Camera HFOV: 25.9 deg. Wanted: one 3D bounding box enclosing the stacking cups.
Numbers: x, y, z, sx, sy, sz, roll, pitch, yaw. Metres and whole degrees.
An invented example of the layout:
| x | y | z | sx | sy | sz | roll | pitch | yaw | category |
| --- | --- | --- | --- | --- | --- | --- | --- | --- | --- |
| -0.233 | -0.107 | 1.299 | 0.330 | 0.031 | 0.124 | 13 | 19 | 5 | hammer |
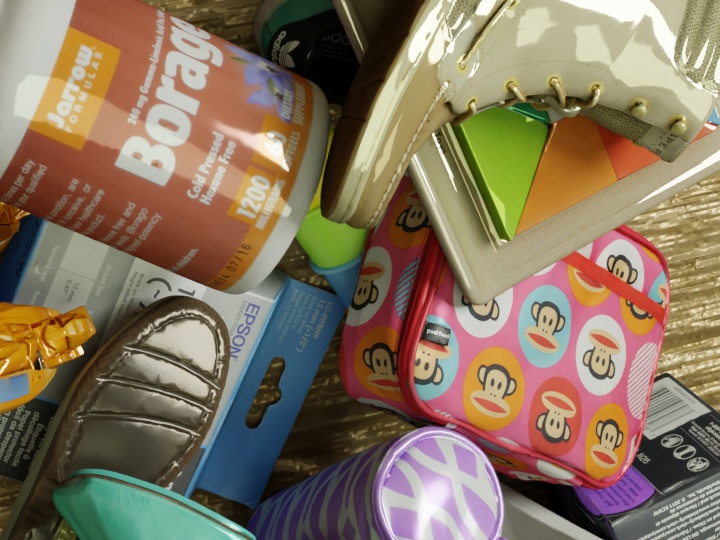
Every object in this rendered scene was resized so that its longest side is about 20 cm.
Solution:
| x | y | z | sx | sy | sz | roll | pitch | yaw | category |
| --- | --- | --- | --- | --- | --- | --- | --- | --- | --- |
| 0.000 | 0.000 | 0.883 | 0.060 | 0.061 | 0.201 | -33 | 118 | -4 | stacking cups |

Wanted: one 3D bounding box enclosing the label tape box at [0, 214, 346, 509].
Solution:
| x | y | z | sx | sy | sz | roll | pitch | yaw | category |
| --- | --- | --- | --- | --- | --- | --- | --- | --- | --- |
| -0.112 | 0.057 | 0.864 | 0.198 | 0.066 | 0.144 | 21 | 103 | -22 | label tape box |

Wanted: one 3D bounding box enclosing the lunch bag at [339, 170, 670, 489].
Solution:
| x | y | z | sx | sy | sz | roll | pitch | yaw | category |
| --- | --- | --- | --- | --- | --- | --- | --- | --- | --- |
| 0.089 | 0.017 | 0.879 | 0.199 | 0.082 | 0.178 | 27 | 74 | -39 | lunch bag |

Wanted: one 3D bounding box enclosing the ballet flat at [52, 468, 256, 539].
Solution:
| x | y | z | sx | sy | sz | roll | pitch | yaw | category |
| --- | --- | --- | --- | --- | --- | --- | --- | --- | --- |
| -0.058 | 0.159 | 0.744 | 0.199 | 0.071 | 0.067 | 25 | 145 | -18 | ballet flat |

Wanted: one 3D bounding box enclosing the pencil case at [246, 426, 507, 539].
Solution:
| x | y | z | sx | sy | sz | roll | pitch | yaw | category |
| --- | --- | --- | --- | --- | --- | --- | --- | --- | --- |
| 0.006 | 0.145 | 0.865 | 0.085 | 0.200 | 0.084 | 40 | 61 | -11 | pencil case |

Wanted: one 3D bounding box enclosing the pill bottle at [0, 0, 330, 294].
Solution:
| x | y | z | sx | sy | sz | roll | pitch | yaw | category |
| --- | --- | --- | --- | --- | --- | --- | --- | --- | --- |
| -0.123 | -0.074 | 0.733 | 0.199 | 0.112 | 0.113 | 23 | 102 | -21 | pill bottle |

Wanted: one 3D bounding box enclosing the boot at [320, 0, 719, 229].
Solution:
| x | y | z | sx | sy | sz | roll | pitch | yaw | category |
| --- | --- | --- | --- | --- | --- | --- | --- | --- | --- |
| 0.082 | -0.083 | 0.730 | 0.155 | 0.073 | 0.201 | 30 | 81 | -14 | boot |

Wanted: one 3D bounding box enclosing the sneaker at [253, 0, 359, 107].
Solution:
| x | y | z | sx | sy | sz | roll | pitch | yaw | category |
| --- | --- | --- | --- | --- | --- | --- | --- | --- | --- |
| 0.044 | -0.105 | 0.839 | 0.198 | 0.080 | 0.072 | 3 | 118 | -17 | sneaker |

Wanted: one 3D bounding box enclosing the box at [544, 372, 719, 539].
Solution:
| x | y | z | sx | sy | sz | roll | pitch | yaw | category |
| --- | --- | --- | --- | --- | --- | --- | --- | --- | --- |
| 0.197 | 0.188 | 0.983 | 0.105 | 0.122 | 0.202 | -23 | 116 | -10 | box |

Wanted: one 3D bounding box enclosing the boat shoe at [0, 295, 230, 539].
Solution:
| x | y | z | sx | sy | sz | roll | pitch | yaw | category |
| --- | --- | --- | --- | --- | --- | --- | --- | --- | --- |
| -0.139 | 0.101 | 0.800 | 0.071 | 0.076 | 0.201 | 37 | 74 | -16 | boat shoe |

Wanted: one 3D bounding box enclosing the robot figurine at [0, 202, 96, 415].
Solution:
| x | y | z | sx | sy | sz | roll | pitch | yaw | category |
| --- | --- | --- | --- | --- | --- | --- | --- | --- | --- |
| -0.198 | 0.013 | 0.695 | 0.058 | 0.200 | 0.146 | -26 | 89 | 18 | robot figurine |

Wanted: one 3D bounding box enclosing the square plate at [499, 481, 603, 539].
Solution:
| x | y | z | sx | sy | sz | roll | pitch | yaw | category |
| --- | --- | --- | --- | --- | --- | --- | --- | --- | --- |
| 0.139 | 0.220 | 0.940 | 0.028 | 0.199 | 0.200 | -30 | 117 | -24 | square plate |

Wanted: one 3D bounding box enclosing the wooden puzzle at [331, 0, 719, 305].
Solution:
| x | y | z | sx | sy | sz | roll | pitch | yaw | category |
| --- | --- | --- | --- | --- | --- | --- | --- | --- | --- |
| 0.102 | -0.106 | 0.787 | 0.199 | 0.037 | 0.186 | -29 | 105 | -16 | wooden puzzle |
